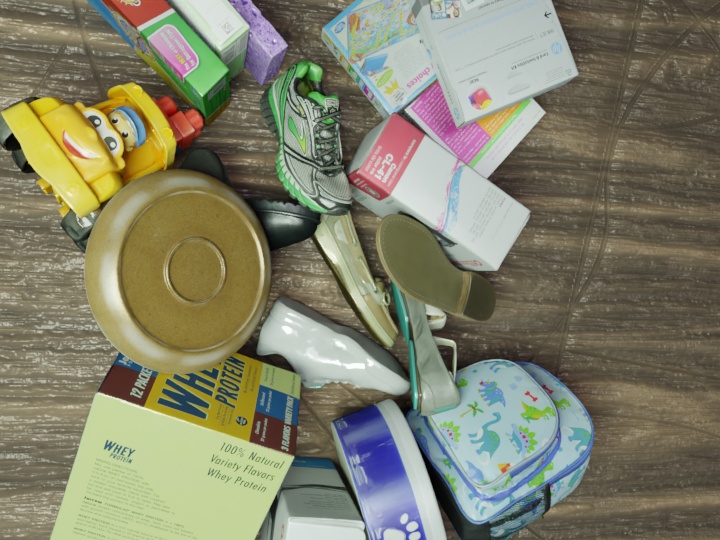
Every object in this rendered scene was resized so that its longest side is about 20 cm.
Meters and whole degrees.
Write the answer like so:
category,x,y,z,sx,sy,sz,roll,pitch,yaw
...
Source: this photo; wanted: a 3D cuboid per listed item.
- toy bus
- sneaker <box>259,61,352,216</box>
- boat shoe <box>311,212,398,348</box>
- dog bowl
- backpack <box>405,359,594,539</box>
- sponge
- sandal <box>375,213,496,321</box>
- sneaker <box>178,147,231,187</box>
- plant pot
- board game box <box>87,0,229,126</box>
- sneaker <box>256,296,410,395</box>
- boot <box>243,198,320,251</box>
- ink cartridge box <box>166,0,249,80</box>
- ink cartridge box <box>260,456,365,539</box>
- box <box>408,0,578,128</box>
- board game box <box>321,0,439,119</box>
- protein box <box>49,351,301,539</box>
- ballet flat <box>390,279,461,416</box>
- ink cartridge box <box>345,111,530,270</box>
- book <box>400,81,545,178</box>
category,x,y,z,sx,sy,sz,roll,pitch,yaw
toy bus,-0.253,-0.128,0.667,0.191,0.200,0.137,-36,96,-17
sneaker,-0.055,-0.152,0.719,0.077,0.085,0.203,-1,61,-45
boat shoe,-0.001,-0.001,0.786,0.062,0.073,0.203,-31,89,-9
dog bowl,0.030,0.259,0.730,0.077,0.200,0.204,-17,95,-9
backpack,0.173,0.202,0.762,0.197,0.184,0.149,-23,135,-15
sponge,-0.163,-0.311,0.721,0.030,0.111,0.201,-41,99,-9
sandal,0.071,0.006,0.745,0.210,0.069,0.079,31,72,-36
sneaker,-0.197,-0.044,0.662,0.075,0.091,0.204,7,72,25
plant pot,-0.166,0.001,0.624,0.197,0.027,0.205,1,88,-40
board game box,-0.226,-0.259,0.688,0.040,0.153,0.200,-45,99,-7
sneaker,-0.035,0.116,0.788,0.198,0.075,0.090,29,98,-6
boot,-0.145,0.002,0.731,0.194,0.073,0.166,4,84,10
ink cartridge box,-0.207,-0.307,0.694,0.048,0.145,0.201,-42,99,-9
ink cartridge box,-0.063,0.312,0.710,0.082,0.200,0.148,9,89,-12
box,0.151,-0.294,0.751,0.153,0.041,0.203,-23,91,-6
board game box,0.068,-0.300,0.779,0.199,0.034,0.135,-40,93,-6
protein box,-0.190,0.197,0.678,0.195,0.136,0.202,21,113,-12
ballet flat,0.080,0.079,0.764,0.062,0.068,0.203,-7,51,-2
ink cartridge box,0.081,-0.087,0.761,0.198,0.147,0.086,35,84,-10
book,0.123,-0.225,0.821,0.200,0.048,0.134,44,83,-8
